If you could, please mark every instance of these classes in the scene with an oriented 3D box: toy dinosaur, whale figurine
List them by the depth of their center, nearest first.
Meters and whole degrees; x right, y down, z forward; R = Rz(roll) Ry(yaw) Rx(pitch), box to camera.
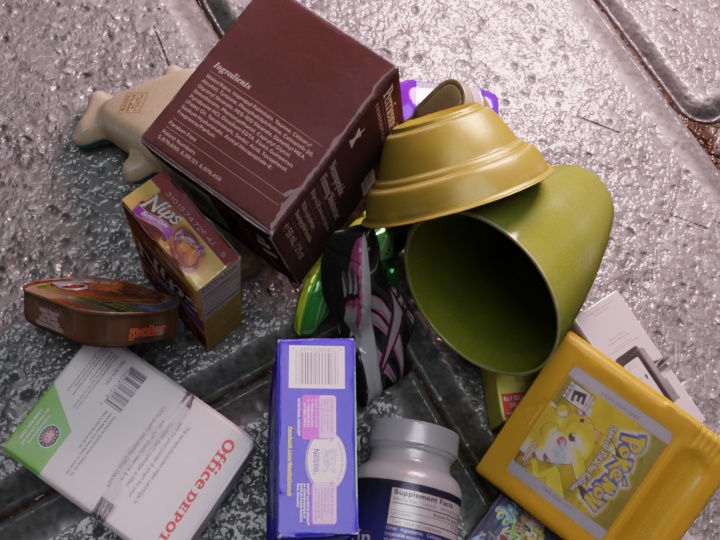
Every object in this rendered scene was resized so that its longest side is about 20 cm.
[{"bbox_3d":[-0.088,-0.048,0.949,0.100,0.058,0.202,29,93,0],"label":"toy dinosaur"},{"bbox_3d":[-0.230,-0.159,1.003,0.197,0.104,0.161,4,62,20],"label":"whale figurine"}]

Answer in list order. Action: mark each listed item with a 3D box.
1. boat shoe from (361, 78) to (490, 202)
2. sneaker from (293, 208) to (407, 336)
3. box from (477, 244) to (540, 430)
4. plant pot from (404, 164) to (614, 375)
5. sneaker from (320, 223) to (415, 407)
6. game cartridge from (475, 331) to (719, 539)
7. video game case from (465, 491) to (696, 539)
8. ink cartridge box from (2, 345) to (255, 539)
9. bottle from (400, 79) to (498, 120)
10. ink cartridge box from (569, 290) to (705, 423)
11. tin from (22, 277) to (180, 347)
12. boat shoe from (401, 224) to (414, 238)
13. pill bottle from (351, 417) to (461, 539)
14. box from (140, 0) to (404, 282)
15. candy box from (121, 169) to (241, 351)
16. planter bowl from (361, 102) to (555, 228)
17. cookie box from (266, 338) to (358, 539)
[{"bbox_3d":[0.064,-0.136,0.995,0.068,0.199,0.076,11,56,-46],"label":"boat shoe"},{"bbox_3d":[0.000,0.000,0.973,0.083,0.074,0.200,38,68,12],"label":"sneaker"},{"bbox_3d":[0.169,0.073,0.981,0.074,0.050,0.203,-2,70,-10],"label":"box"},{"bbox_3d":[0.177,-0.026,0.914,0.187,0.188,0.199,45,54,10],"label":"plant pot"},{"bbox_3d":[0.015,0.039,0.926,0.085,0.203,0.080,-21,34,-29],"label":"sneaker"},{"bbox_3d":[0.241,0.190,0.868,0.199,0.032,0.178,36,100,20],"label":"game cartridge"},{"bbox_3d":[0.228,0.294,0.912,0.199,0.023,0.183,40,75,7],"label":"video game case"},{"bbox_3d":[-0.223,0.180,0.867,0.198,0.084,0.146,33,68,6],"label":"ink cartridge box"},{"bbox_3d":[0.067,-0.187,1.059,0.196,0.065,0.085,6,73,-5],"label":"bottle"},{"bbox_3d":[0.287,0.137,0.938,0.067,0.116,0.202,-27,76,-17],"label":"ink cartridge box"},{"bbox_3d":[-0.261,0.039,0.870,0.111,0.198,0.043,0,98,-45],"label":"tin"},{"bbox_3d":[0.117,-0.089,1.005,0.199,0.072,0.066,-28,73,-36],"label":"boat shoe"},{"bbox_3d":[0.040,0.255,0.858,0.114,0.116,0.203,12,67,-3],"label":"pill bottle"},{"bbox_3d":[-0.077,-0.130,0.866,0.163,0.166,0.201,35,80,14],"label":"box"},{"bbox_3d":[-0.175,-0.003,0.881,0.056,0.200,0.117,-38,78,-20],"label":"candy box"},{"bbox_3d":[0.084,-0.112,0.852,0.198,0.200,0.085,-19,101,-14],"label":"planter bowl"},{"bbox_3d":[-0.050,0.174,0.831,0.074,0.200,0.174,2,69,-8],"label":"cookie box"}]
